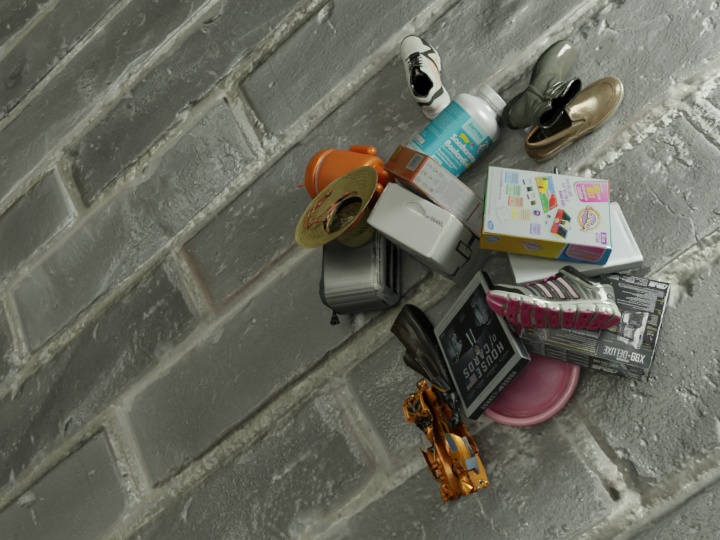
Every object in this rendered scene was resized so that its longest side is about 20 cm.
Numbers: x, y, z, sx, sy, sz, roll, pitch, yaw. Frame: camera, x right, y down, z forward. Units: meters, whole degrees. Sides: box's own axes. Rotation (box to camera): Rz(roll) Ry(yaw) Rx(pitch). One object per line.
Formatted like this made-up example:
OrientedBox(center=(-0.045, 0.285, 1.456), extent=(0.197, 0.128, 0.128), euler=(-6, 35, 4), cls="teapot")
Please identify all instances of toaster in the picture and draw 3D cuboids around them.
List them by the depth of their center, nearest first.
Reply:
OrientedBox(center=(0.000, 0.000, 1.423), extent=(0.129, 0.114, 0.201), euler=(-8, 65, 24), cls="toaster")

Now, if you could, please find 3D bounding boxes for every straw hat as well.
OrientedBox(center=(-0.019, -0.088, 1.356), extent=(0.201, 0.085, 0.201), euler=(-34, 30, 23), cls="straw hat")

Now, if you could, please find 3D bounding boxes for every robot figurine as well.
OrientedBox(center=(0.134, 0.274, 1.252), extent=(0.201, 0.058, 0.145), euler=(65, 150, 16), cls="robot figurine")
OrientedBox(center=(-0.026, -0.178, 1.495), extent=(0.199, 0.116, 0.145), euler=(15, 102, 30), cls="robot figurine")

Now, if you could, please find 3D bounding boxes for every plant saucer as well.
OrientedBox(center=(0.267, 0.159, 1.263), extent=(0.200, 0.051, 0.202), euler=(-9, 71, 26), cls="plant saucer")

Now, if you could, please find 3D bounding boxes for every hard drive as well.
OrientedBox(center=(0.337, -0.041, 1.235), extent=(0.199, 0.026, 0.132), euler=(-11, 50, 4), cls="hard drive")

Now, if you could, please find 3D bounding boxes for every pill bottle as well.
OrientedBox(center=(0.180, -0.249, 1.407), extent=(0.200, 0.111, 0.111), euler=(-45, 59, 10), cls="pill bottle")

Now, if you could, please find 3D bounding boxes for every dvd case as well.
OrientedBox(center=(0.193, 0.119, 1.243), extent=(0.151, 0.025, 0.200), euler=(-56, 31, 30), cls="dvd case")

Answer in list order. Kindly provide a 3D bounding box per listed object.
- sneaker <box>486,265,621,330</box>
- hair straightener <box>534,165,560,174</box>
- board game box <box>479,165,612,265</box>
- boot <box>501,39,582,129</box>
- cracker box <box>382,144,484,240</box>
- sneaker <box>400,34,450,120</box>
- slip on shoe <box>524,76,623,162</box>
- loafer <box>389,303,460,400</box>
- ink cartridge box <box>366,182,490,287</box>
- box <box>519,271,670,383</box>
OrientedBox(center=(0.295, 0.036, 1.164), extent=(0.199, 0.074, 0.088), euler=(4, 57, 14), cls="sneaker")
OrientedBox(center=(0.350, -0.092, 1.299), extent=(0.077, 0.041, 0.201), euler=(-12, 61, 17), cls="hair straightener")
OrientedBox(center=(0.297, -0.091, 1.220), extent=(0.199, 0.040, 0.153), euler=(8, 52, 6), cls="board game box")
OrientedBox(center=(0.345, -0.321, 1.324), extent=(0.200, 0.068, 0.131), euler=(-53, 24, -8), cls="boot")
OrientedBox(center=(0.147, -0.131, 1.313), extent=(0.058, 0.200, 0.134), euler=(-53, 25, 3), cls="cracker box")
OrientedBox(center=(0.122, -0.398, 1.507), extent=(0.074, 0.080, 0.201), euler=(-28, 61, 20), cls="sneaker")
OrientedBox(center=(0.374, -0.272, 1.338), extent=(0.200, 0.061, 0.076), euler=(-35, 61, 14), cls="slip on shoe")
OrientedBox(center=(0.117, 0.154, 1.342), extent=(0.071, 0.073, 0.200), euler=(-44, 55, 23), cls="loafer")
OrientedBox(center=(0.121, -0.058, 1.324), extent=(0.146, 0.200, 0.085), euler=(32, 90, 33), cls="ink cartridge box")
OrientedBox(center=(0.368, 0.074, 1.192), extent=(0.199, 0.050, 0.158), euler=(13, 61, 23), cls="box")
